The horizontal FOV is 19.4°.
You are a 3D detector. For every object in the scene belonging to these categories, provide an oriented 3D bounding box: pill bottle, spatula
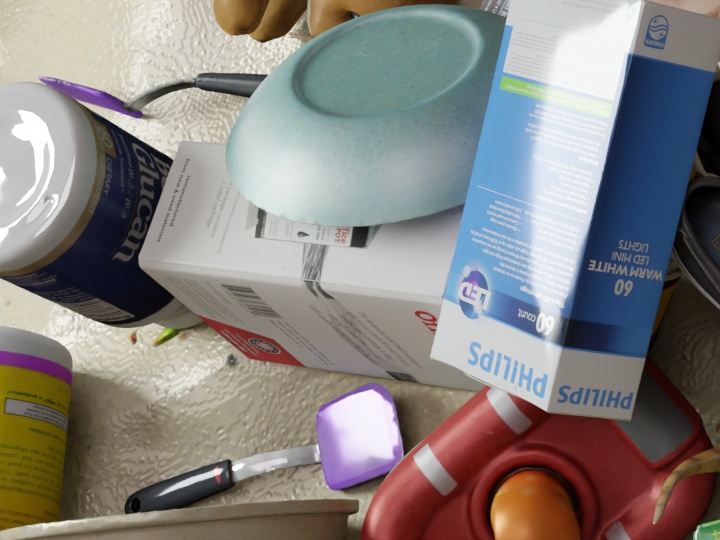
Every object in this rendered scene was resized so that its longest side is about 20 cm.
[{"bbox_3d":[-0.237,0.141,1.306,0.104,0.104,0.201,-6,71,27],"label":"pill bottle"},{"bbox_3d":[-0.155,-0.029,1.260,0.111,0.200,0.111,-9,71,26],"label":"pill bottle"},{"bbox_3d":[-0.061,0.117,1.267,0.200,0.021,0.057,-19,67,23],"label":"spatula"},{"bbox_3d":[-0.116,-0.115,1.357,0.199,0.056,0.021,-1,77,25],"label":"spatula"}]

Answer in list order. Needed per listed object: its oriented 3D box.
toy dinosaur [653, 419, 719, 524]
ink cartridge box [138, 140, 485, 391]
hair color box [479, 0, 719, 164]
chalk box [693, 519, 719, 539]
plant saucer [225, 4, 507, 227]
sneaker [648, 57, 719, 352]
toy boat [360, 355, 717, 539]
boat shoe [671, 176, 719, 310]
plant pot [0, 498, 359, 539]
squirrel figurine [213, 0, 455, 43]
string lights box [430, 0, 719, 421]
[{"bbox_3d":[0.213,0.088,1.064,0.199,0.106,0.061,-6,84,-17],"label":"toy dinosaur"},{"bbox_3d":[0.000,0.000,1.197,0.199,0.147,0.083,7,69,29],"label":"ink cartridge box"},{"bbox_3d":[0.167,-0.126,1.201,0.200,0.060,0.100,27,88,32],"label":"hair color box"},{"bbox_3d":[0.240,0.180,1.024,0.199,0.124,0.125,-18,66,22],"label":"chalk box"},{"bbox_3d":[0.018,-0.098,1.151,0.200,0.039,0.201,-12,35,8],"label":"plant saucer"},{"bbox_3d":[0.162,-0.031,1.120,0.090,0.075,0.201,20,122,37],"label":"sneaker"},{"bbox_3d":[0.088,0.130,1.102,0.200,0.131,0.131,-42,90,11],"label":"toy boat"},{"bbox_3d":[0.227,0.024,1.020,0.070,0.066,0.200,-43,74,0],"label":"boat shoe"},{"bbox_3d":[-0.092,0.227,1.163,0.200,0.200,0.184,-10,80,25],"label":"plant pot"},{"bbox_3d":[-0.020,-0.225,1.294,0.186,0.141,0.200,32,93,26],"label":"squirrel figurine"},{"bbox_3d":[0.105,-0.037,1.043,0.103,0.059,0.201,24,103,54],"label":"string lights box"}]
